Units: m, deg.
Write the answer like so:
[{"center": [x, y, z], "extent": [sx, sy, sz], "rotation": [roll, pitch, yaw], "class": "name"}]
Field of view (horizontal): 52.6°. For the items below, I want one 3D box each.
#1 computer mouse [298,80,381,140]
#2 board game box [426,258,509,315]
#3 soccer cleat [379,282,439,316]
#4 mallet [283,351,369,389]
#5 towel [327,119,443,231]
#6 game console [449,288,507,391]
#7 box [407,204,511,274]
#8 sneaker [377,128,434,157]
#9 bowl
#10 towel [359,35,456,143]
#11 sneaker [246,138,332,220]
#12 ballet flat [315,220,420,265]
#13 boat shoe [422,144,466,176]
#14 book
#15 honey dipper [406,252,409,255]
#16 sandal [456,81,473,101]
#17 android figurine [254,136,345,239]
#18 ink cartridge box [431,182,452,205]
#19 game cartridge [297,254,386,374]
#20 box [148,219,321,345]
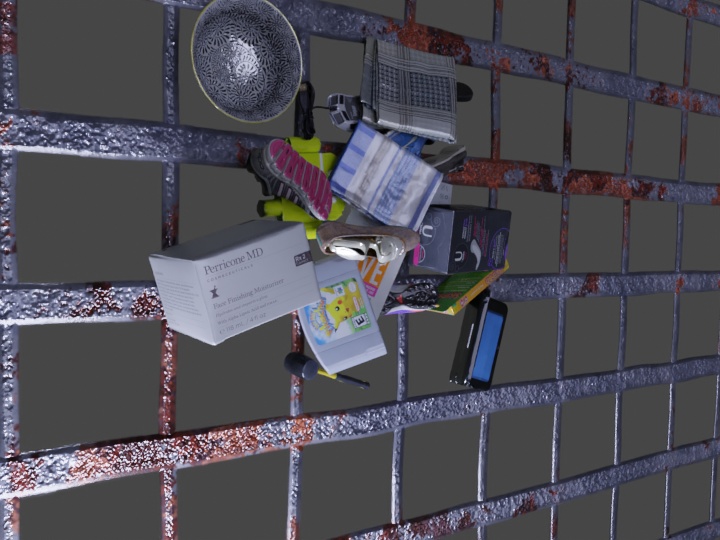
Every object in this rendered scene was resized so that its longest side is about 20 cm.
[{"center": [-0.032, -0.287, 1.349], "extent": [0.197, 0.044, 0.112], "rotation": [-1, 69, -36], "class": "computer mouse"}, {"center": [0.212, 0.033, 1.516], "extent": [0.199, 0.095, 0.030], "rotation": [-34, 113, -28], "class": "board game box"}, {"center": [0.054, 0.058, 1.430], "extent": [0.196, 0.073, 0.070], "rotation": [-2, 78, -17], "class": "soccer cleat"}, {"center": [-0.049, 0.197, 1.362], "extent": [0.198, 0.065, 0.042], "rotation": [23, 84, -34], "class": "mallet"}, {"center": [0.046, -0.163, 1.339], "extent": [0.198, 0.024, 0.149], "rotation": [30, 84, -16], "class": "towel"}, {"center": [0.270, 0.154, 1.558], "extent": [0.114, 0.176, 0.204], "rotation": [15, 84, -6], "class": "game console"}, {"center": [0.198, -0.066, 1.447], "extent": [0.198, 0.105, 0.125], "rotation": [-4, 103, -46], "class": "box"}, {"center": [0.077, -0.242, 1.415], "extent": [0.198, 0.078, 0.091], "rotation": [-31, 107, -30], "class": "sneaker"}, {"center": [-0.202, -0.341, 1.201], "extent": [0.198, 0.094, 0.205], "rotation": [-3, 94, -34], "class": "bowl"}, {"center": [0.093, -0.345, 1.377], "extent": [0.196, 0.035, 0.196], "rotation": [9, 69, -15], "class": "towel"}, {"center": [-0.122, -0.151, 1.247], "extent": [0.200, 0.086, 0.075], "rotation": [40, 55, -49], "class": "sneaker"}, {"center": [0.016, -0.043, 1.306], "extent": [0.196, 0.068, 0.069], "rotation": [3, 134, -12], "class": "ballet flat"}, {"center": [0.164, -0.204, 1.458], "extent": [0.199, 0.066, 0.058], "rotation": [-35, 120, -52], "class": "boat shoe"}, {"center": [0.000, 0.000, 1.373], "extent": [0.132, 0.048, 0.203], "rotation": [25, 77, -2], "class": "book"}, {"center": [0.104, -0.043, 1.472], "extent": [0.198, 0.038, 0.039], "rotation": [-24, 106, -33], "class": "honey dipper"}, {"center": [0.135, -0.348, 1.455], "extent": [0.196, 0.076, 0.045], "rotation": [-2, 138, -26], "class": "sandal"}, {"center": [-0.096, -0.149, 1.323], "extent": [0.197, 0.041, 0.186], "rotation": [-5, 96, -33], "class": "android figurine"}, {"center": [0.097, -0.140, 1.459], "extent": [0.197, 0.039, 0.102], "rotation": [9, 89, -37], "class": "ink cartridge box"}, {"center": [-0.045, 0.076, 1.315], "extent": [0.131, 0.041, 0.203], "rotation": [-19, 81, -5], "class": "game cartridge"}, {"center": [-0.201, 0.010, 1.161], "extent": [0.197, 0.199, 0.133], "rotation": [-22, 106, -31], "class": "box"}]
